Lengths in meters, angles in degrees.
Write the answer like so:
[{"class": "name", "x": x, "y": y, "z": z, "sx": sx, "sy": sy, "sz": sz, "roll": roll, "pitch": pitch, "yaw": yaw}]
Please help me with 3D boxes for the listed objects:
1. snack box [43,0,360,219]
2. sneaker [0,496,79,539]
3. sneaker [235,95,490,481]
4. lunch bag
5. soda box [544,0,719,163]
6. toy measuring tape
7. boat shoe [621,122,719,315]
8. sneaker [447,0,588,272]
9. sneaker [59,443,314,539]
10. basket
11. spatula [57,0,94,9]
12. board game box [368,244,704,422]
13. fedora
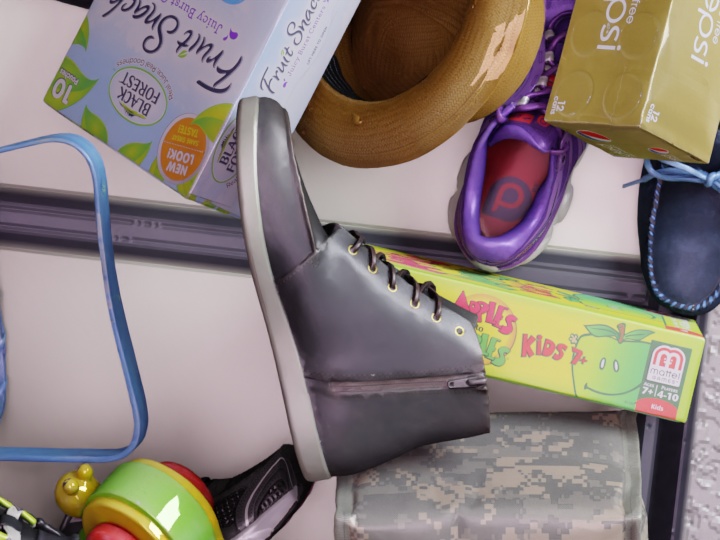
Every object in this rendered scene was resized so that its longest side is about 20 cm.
[{"class": "snack box", "x": -0.071, "y": -0.146, "z": 1.534, "sx": 0.142, "sy": 0.053, "sz": 0.200, "roll": 34, "pitch": 99, "yaw": 44}, {"class": "sneaker", "x": -0.185, "y": 0.137, "z": 1.491, "sx": 0.083, "sy": 0.072, "sz": 0.200, "roll": -18, "pitch": 127, "yaw": 19}, {"class": "sneaker", "x": 0.000, "y": 0.000, "z": 1.471, "sx": 0.106, "sy": 0.075, "sz": 0.200, "roll": -13, "pitch": 101, "yaw": 1}, {"class": "lunch bag", "x": 0.073, "y": 0.180, "z": 1.550, "sx": 0.164, "sy": 0.118, "sz": 0.200, "roll": -1, "pitch": 122, "yaw": 4}, {"class": "soda box", "x": 0.164, "y": -0.160, "z": 1.516, "sx": 0.068, "sy": 0.064, "sz": 0.200, "roll": 7, "pitch": 79, "yaw": 45}, {"class": "toy measuring tape", "x": -0.079, "y": 0.149, "z": 1.500, "sx": 0.200, "sy": 0.074, "sz": 0.074, "roll": 27, "pitch": 96, "yaw": 24}, {"class": "boat shoe", "x": 0.187, "y": -0.074, "z": 1.551, "sx": 0.084, "sy": 0.069, "sz": 0.200, "roll": 8, "pitch": 95, "yaw": 3}, {"class": "sneaker", "x": 0.104, "y": -0.093, "z": 1.549, "sx": 0.080, "sy": 0.083, "sz": 0.200, "roll": 16, "pitch": 94, "yaw": 2}, {"class": "sneaker", "x": -0.122, "y": 0.147, "z": 1.584, "sx": 0.200, "sy": 0.080, "sz": 0.086, "roll": -34, "pitch": 90, "yaw": 5}, {"class": "basket", "x": -0.219, "y": 0.024, "z": 1.550, "sx": 0.200, "sy": 0.139, "sz": 0.177, "roll": -8, "pitch": 99, "yaw": 13}, {"class": "spatula", "x": -0.225, "y": -0.169, "z": 1.591, "sx": 0.200, "sy": 0.021, "sz": 0.057, "roll": 10, "pitch": 138, "yaw": -2}, {"class": "board game box", "x": 0.080, "y": 0.031, "z": 1.549, "sx": 0.200, "sy": 0.102, "sz": 0.048, "roll": 13, "pitch": 95, "yaw": 3}, {"class": "fedora", "x": 0.037, "y": -0.140, "z": 1.528, "sx": 0.200, "sy": 0.082, "sz": 0.201, "roll": -18, "pitch": 62, "yaw": 39}]
